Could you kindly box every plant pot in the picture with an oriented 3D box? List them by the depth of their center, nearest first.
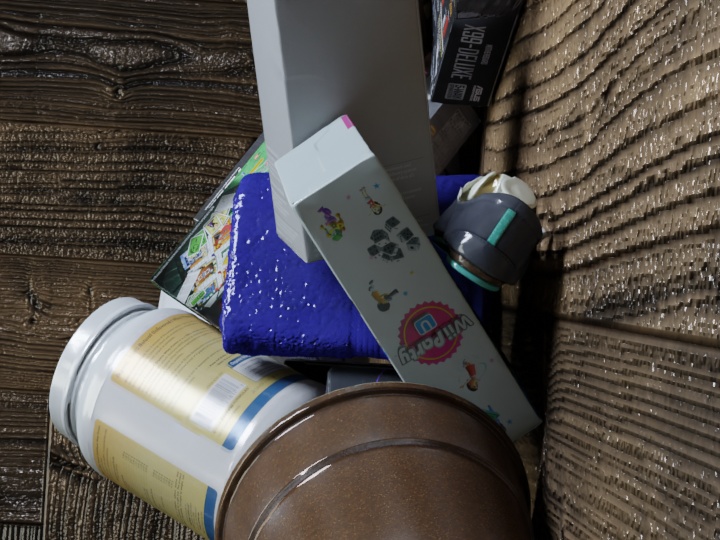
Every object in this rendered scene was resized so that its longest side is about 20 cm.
[{"bbox_3d":[0.025,0.198,0.991,0.199,0.198,0.203,-112,25,-62],"label":"plant pot"}]

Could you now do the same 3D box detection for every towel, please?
[{"bbox_3d":[0.000,0.000,1.297,0.050,0.197,0.149,76,-162,-66],"label":"towel"}]

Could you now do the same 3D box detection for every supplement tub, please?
[{"bbox_3d":[-0.127,0.117,1.352,0.145,0.199,0.146,-42,-33,-36],"label":"supplement tub"}]

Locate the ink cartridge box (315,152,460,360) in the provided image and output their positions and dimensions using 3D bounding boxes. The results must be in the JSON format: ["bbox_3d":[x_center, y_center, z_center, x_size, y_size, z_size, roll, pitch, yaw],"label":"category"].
[{"bbox_3d":[0.007,-0.042,1.466,0.084,0.144,0.202,49,-151,-42],"label":"ink cartridge box"}]

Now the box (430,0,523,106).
[{"bbox_3d":[0.086,-0.251,1.326,0.158,0.049,0.202,104,168,-63],"label":"box"}]

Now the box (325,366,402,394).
[{"bbox_3d":[0.032,0.173,1.230,0.201,0.121,0.107,-92,6,-54],"label":"box"}]

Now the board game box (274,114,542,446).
[{"bbox_3d":[0.027,0.010,1.115,0.201,0.064,0.148,58,-177,-16],"label":"board game box"}]

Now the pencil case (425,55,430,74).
[{"bbox_3d":[0.036,-0.211,1.629,0.091,0.093,0.203,-167,79,-66],"label":"pencil case"}]

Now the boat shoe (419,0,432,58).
[{"bbox_3d":[0.031,-0.210,1.434,0.202,0.074,0.076,-39,-63,-67],"label":"boat shoe"}]

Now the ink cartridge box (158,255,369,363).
[{"bbox_3d":[-0.085,0.068,1.614,0.201,0.144,0.085,66,-155,-53],"label":"ink cartridge box"}]

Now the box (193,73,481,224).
[{"bbox_3d":[-0.021,-0.080,1.419,0.201,0.048,0.158,-51,42,-10],"label":"box"}]

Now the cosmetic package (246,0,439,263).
[{"bbox_3d":[-0.013,-0.118,1.203,0.090,0.106,0.203,-141,43,-67],"label":"cosmetic package"}]

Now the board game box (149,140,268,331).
[{"bbox_3d":[-0.070,-0.046,1.375,0.201,0.023,0.104,-51,42,-9],"label":"board game box"}]

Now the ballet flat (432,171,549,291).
[{"bbox_3d":[0.087,-0.027,1.127,0.200,0.072,0.074,-68,-18,-86],"label":"ballet flat"}]

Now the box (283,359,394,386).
[{"bbox_3d":[-0.002,0.149,1.507,0.200,0.146,0.106,114,159,-75],"label":"box"}]
